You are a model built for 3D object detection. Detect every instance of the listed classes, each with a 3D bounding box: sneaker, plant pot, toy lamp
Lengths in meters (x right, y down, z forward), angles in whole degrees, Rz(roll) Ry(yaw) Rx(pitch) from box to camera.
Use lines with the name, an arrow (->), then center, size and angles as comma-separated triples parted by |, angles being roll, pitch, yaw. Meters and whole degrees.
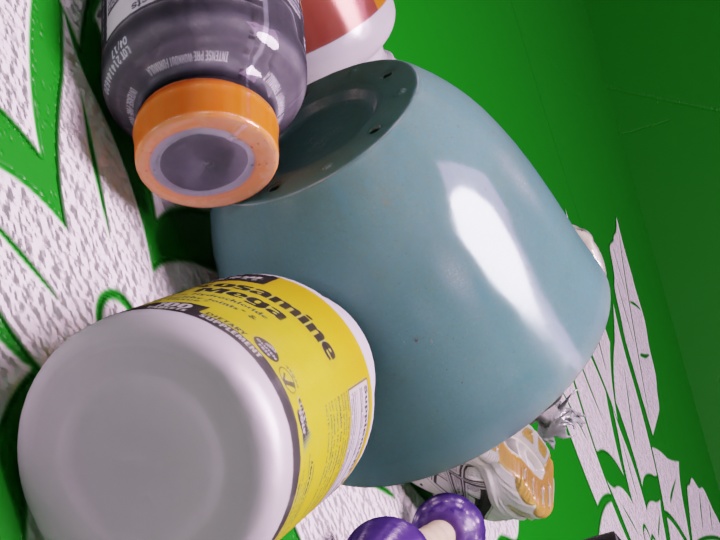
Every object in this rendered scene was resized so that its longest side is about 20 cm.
sneaker -> 0.055, 0.110, 1.101 | 0.201, 0.087, 0.076 | 56, 32, -39
plant pot -> 0.012, -0.013, 0.898 | 0.162, 0.199, 0.201 | 58, 20, -26
toy lamp -> 0.030, 0.170, 1.009 | 0.200, 0.058, 0.059 | 5, 68, -76

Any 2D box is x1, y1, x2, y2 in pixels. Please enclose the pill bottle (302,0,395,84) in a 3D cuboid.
pill bottle -> -0.045, -0.181, 1.020 | 0.113, 0.111, 0.201 | -78, 146, -60

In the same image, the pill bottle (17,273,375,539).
pill bottle -> -0.058, 0.062, 0.723 | 0.200, 0.111, 0.114 | -24, 96, -74

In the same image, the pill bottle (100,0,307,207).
pill bottle -> -0.081, -0.131, 0.860 | 0.106, 0.105, 0.202 | 52, 26, -50

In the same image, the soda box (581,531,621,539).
soda box -> 0.214, 0.331, 1.422 | 0.063, 0.070, 0.202 | 47, 30, -58

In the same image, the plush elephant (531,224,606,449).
plush elephant -> 0.096, 0.024, 1.209 | 0.200, 0.164, 0.156 | 47, 21, -53
